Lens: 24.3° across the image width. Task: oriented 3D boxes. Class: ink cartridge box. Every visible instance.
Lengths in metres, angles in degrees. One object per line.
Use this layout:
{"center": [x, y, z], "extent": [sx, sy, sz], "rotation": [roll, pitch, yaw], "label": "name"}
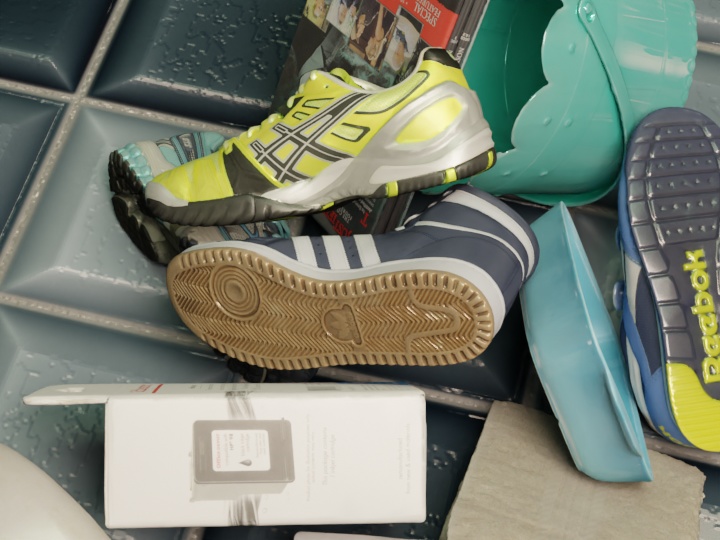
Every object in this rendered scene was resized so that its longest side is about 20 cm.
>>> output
{"center": [-0.070, 0.095, 0.883], "extent": [0.200, 0.116, 0.067], "rotation": [-1, 89, -3], "label": "ink cartridge box"}

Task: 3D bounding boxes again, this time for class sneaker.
{"center": [0.000, 0.000, 0.909], "extent": [0.200, 0.070, 0.109], "rotation": [4, 29, 29], "label": "sneaker"}
{"center": [-0.071, -0.017, 1.008], "extent": [0.086, 0.078, 0.200], "rotation": [-24, 59, -24], "label": "sneaker"}
{"center": [-0.026, -0.070, 0.930], "extent": [0.200, 0.075, 0.076], "rotation": [-12, 92, 13], "label": "sneaker"}
{"center": [0.179, 0.006, 0.963], "extent": [0.074, 0.082, 0.200], "rotation": [-1, 80, -10], "label": "sneaker"}

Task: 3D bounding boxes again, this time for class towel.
{"center": [0.114, 0.136, 0.881], "extent": [0.132, 0.034, 0.200], "rotation": [20, 24, 7], "label": "towel"}

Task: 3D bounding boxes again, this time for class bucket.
{"center": [0.095, -0.136, 1.020], "extent": [0.135, 0.207, 0.207], "rotation": [4, 48, -35], "label": "bucket"}

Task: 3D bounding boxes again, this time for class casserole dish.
{"center": [0.120, 0.041, 0.932], "extent": [0.039, 0.121, 0.200], "rotation": [-19, 23, 11], "label": "casserole dish"}

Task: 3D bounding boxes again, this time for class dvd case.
{"center": [0.006, -0.123, 0.997], "extent": [0.022, 0.200, 0.146], "rotation": [5, 27, -36], "label": "dvd case"}

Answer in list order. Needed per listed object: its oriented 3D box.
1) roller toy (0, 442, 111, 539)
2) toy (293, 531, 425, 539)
{"center": [-0.177, 0.176, 0.792], "extent": [0.182, 0.200, 0.140], "rotation": [44, 61, 13], "label": "roller toy"}
{"center": [0.020, 0.235, 0.843], "extent": [0.115, 0.047, 0.200], "rotation": [5, 57, -8], "label": "toy"}
